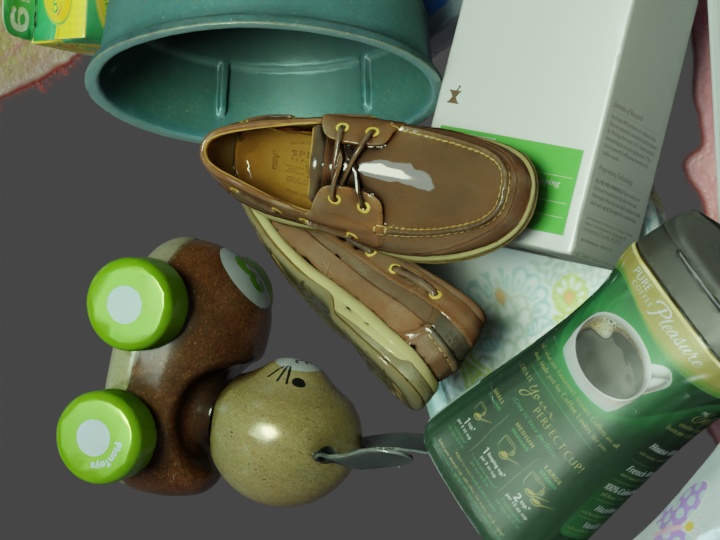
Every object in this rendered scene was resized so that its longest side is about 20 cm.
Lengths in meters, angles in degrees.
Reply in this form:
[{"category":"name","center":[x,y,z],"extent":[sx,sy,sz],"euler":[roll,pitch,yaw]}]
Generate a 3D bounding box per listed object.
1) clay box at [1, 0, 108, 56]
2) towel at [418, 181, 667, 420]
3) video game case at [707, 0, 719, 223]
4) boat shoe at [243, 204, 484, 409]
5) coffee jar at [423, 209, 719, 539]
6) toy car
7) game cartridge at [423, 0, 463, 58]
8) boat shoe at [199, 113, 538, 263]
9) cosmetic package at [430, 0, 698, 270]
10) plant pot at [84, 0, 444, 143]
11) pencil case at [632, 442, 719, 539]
[{"category":"clay box","center":[-0.136,-0.186,1.098],"extent":[0.048,0.200,0.115],"euler":[1,89,31]},{"category":"towel","center":[0.105,0.013,1.052],"extent":[0.171,0.048,0.200],"euler":[-22,78,22]},{"category":"video game case","center":[0.277,-0.071,0.954],"extent":[0.182,0.024,0.200],"euler":[-1,96,32]},{"category":"boat shoe","center":[0.000,0.000,1.038],"extent":[0.068,0.072,0.200],"euler":[-40,47,-5]},{"category":"coffee jar","center":[0.137,0.064,0.959],"extent":[0.200,0.085,0.104],"euler":[-42,61,18]},{"category":"toy car","center":[-0.049,0.076,1.074],"extent":[0.200,0.164,0.158],"euler":[16,96,18]},{"category":"game cartridge","center":[0.046,-0.218,1.098],"extent":[0.200,0.040,0.133],"euler":[-47,72,19]},{"category":"boat shoe","center":[-0.001,-0.048,0.956],"extent":[0.200,0.068,0.072],"euler":[9,86,36]},{"category":"cosmetic package","center":[0.111,-0.108,0.985],"extent":[0.108,0.085,0.200],"euler":[12,89,33]},{"category":"plant pot","center":[-0.050,-0.192,1.027],"extent":[0.200,0.200,0.196],"euler":[-7,73,28]},{"category":"pencil case","center":[0.187,0.161,0.979],"extent":[0.091,0.083,0.200],"euler":[41,108,7]}]
